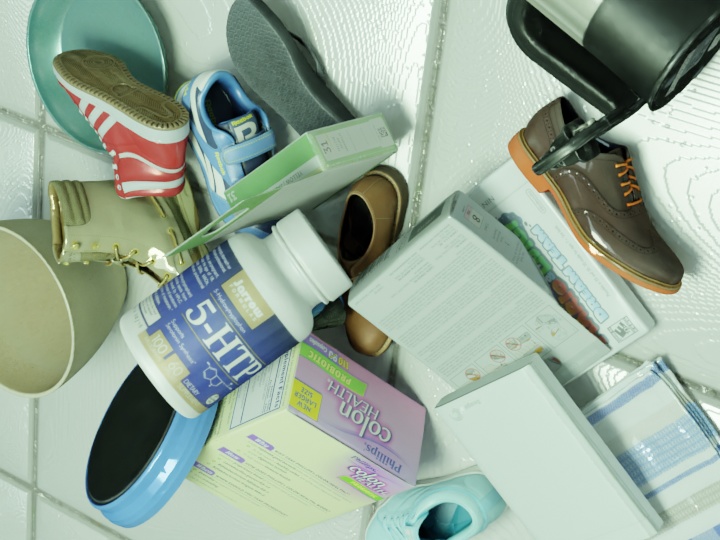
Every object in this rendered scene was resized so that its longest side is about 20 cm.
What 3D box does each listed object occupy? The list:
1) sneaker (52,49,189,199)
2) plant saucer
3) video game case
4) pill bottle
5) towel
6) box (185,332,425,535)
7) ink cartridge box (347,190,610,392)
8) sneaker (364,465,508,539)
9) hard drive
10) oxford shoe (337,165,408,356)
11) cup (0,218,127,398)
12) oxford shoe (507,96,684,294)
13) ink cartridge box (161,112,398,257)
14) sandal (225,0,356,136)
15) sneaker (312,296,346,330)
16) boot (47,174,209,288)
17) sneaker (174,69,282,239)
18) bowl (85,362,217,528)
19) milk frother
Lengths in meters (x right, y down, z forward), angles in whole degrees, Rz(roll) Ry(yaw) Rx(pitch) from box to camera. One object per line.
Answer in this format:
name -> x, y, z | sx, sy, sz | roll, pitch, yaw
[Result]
sneaker -> -0.250, -0.147, 1.550 | 0.200, 0.071, 0.113 | 36, 138, 34
plant saucer -> -0.274, -0.226, 1.604 | 0.199, 0.036, 0.201 | 14, 115, 32
video game case -> 0.147, 0.016, 1.398 | 0.200, 0.024, 0.182 | 52, 129, 1
pill bottle -> -0.113, 0.035, 1.407 | 0.200, 0.120, 0.120 | -36, 85, 1
towel -> 0.281, 0.192, 1.383 | 0.200, 0.024, 0.147 | 54, 130, 5
box -> -0.068, 0.168, 1.521 | 0.176, 0.097, 0.200 | 35, 138, -29
ink cartridge box -> 0.111, 0.038, 1.399 | 0.200, 0.057, 0.162 | 36, 131, -15
sneaker -> 0.062, 0.256, 1.526 | 0.200, 0.082, 0.074 | -36, 85, 39
hard drive -> 0.175, 0.182, 1.409 | 0.132, 0.026, 0.200 | -30, 101, 43
oxford shoe -> 0.000, 0.000, 1.477 | 0.071, 0.071, 0.201 | 15, 118, 28
cup -> -0.347, 0.024, 1.687 | 0.200, 0.143, 0.201 | 14, 116, 31
oxford shoe -> 0.215, -0.064, 1.299 | 0.200, 0.071, 0.073 | 47, 123, 11
ink cartridge box -> -0.080, -0.079, 1.382 | 0.145, 0.200, 0.048 | -31, 81, 47
sandal -> -0.061, -0.183, 1.472 | 0.200, 0.043, 0.076 | 53, 137, -6
sneaker -> -0.090, 0.013, 1.524 | 0.200, 0.078, 0.090 | 14, 106, 49
boot -> -0.236, -0.010, 1.554 | 0.073, 0.155, 0.201 | -38, 64, 57
sneaker -> -0.119, -0.112, 1.499 | 0.200, 0.074, 0.082 | 59, 150, 2
bowl -> -0.216, 0.162, 1.528 | 0.039, 0.201, 0.200 | 31, 134, -25
milk frother -> 0.168, -0.196, 1.197 | 0.188, 0.200, 0.181 | 42, 131, 15
